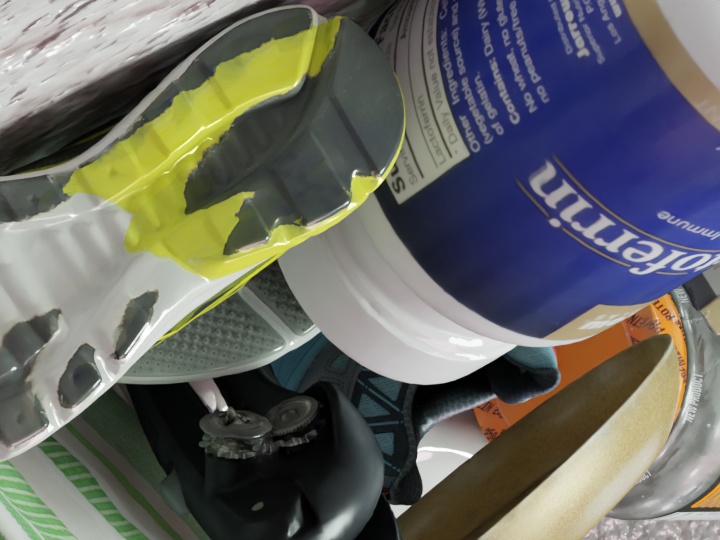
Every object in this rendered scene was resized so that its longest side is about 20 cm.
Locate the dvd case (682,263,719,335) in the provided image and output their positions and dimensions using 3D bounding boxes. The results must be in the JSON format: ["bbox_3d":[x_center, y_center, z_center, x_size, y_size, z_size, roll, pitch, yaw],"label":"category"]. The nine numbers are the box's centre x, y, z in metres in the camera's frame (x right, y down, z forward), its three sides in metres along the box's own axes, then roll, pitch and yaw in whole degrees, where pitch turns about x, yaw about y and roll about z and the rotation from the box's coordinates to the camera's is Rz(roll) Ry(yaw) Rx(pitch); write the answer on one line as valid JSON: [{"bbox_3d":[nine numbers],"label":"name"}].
[{"bbox_3d":[0.186,-0.067,1.049,0.200,0.016,0.149,-37,-160,7],"label":"dvd case"}]

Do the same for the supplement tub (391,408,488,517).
[{"bbox_3d":[-0.016,0.099,1.287,0.140,0.141,0.200,-27,-156,-14],"label":"supplement tub"}]

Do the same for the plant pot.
[{"bbox_3d":[0.036,0.095,1.017,0.200,0.028,0.200,-40,-177,2],"label":"plant pot"}]

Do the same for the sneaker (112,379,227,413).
[{"bbox_3d":[-0.078,0.038,1.141,0.146,0.081,0.200,-37,171,1],"label":"sneaker"}]

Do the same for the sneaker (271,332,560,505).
[{"bbox_3d":[0.048,0.009,1.125,0.200,0.095,0.079,-49,157,-12],"label":"sneaker"}]

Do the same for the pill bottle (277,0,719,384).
[{"bbox_3d":[0.065,-0.047,0.844,0.115,0.116,0.200,-24,173,-43],"label":"pill bottle"}]

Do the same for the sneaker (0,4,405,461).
[{"bbox_3d":[-0.078,0.004,0.793,0.199,0.075,0.085,-27,175,-16],"label":"sneaker"}]

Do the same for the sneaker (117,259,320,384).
[{"bbox_3d":[-0.025,-0.011,0.965,0.200,0.071,0.080,-26,177,-31],"label":"sneaker"}]

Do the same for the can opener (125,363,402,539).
[{"bbox_3d":[-0.043,0.052,0.958,0.063,0.079,0.200,-21,-151,-15],"label":"can opener"}]

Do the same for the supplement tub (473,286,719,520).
[{"bbox_3d":[0.141,0.042,1.230,0.122,0.123,0.199,-32,156,33],"label":"supplement tub"}]

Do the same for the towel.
[{"bbox_3d":[-0.090,0.064,0.915,0.023,0.153,0.200,-47,171,10],"label":"towel"}]
